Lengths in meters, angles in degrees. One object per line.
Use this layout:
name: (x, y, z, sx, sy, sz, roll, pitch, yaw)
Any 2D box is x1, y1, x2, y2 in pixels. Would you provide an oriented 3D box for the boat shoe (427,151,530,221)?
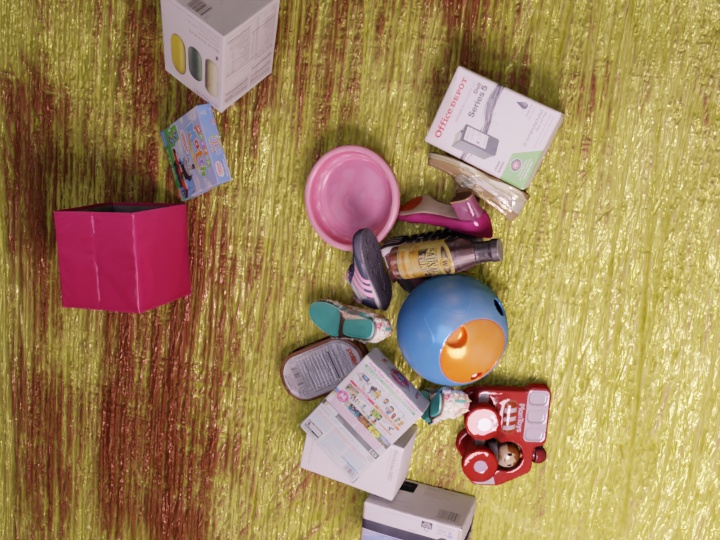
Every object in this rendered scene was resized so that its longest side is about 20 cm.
boat shoe: (0.204, -0.153, 1.358, 0.199, 0.074, 0.067, 28, 102, 13)

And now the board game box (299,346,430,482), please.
board game box: (0.007, 0.265, 1.384, 0.148, 0.064, 0.200, 45, 110, 7)

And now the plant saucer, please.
plant saucer: (-0.011, -0.139, 1.439, 0.200, 0.051, 0.201, 4, 99, 27)

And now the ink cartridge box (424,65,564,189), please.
ink cartridge box: (0.235, -0.252, 1.324, 0.199, 0.084, 0.146, 28, 107, 13)

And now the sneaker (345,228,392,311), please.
sneaker: (0.000, 0.000, 1.419, 0.082, 0.070, 0.200, 9, 137, 26)

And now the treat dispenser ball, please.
treat dispenser ball: (0.165, 0.106, 1.348, 0.200, 0.201, 0.202, 3, 100, 19)

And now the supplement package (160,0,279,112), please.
supplement package: (-0.260, -0.436, 1.383, 0.152, 0.151, 0.200, 38, 152, 9)

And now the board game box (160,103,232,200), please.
board game box: (-0.331, -0.232, 1.499, 0.200, 0.037, 0.152, -11, 96, 55)

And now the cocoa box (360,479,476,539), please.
cocoa box: (0.112, 0.507, 1.472, 0.199, 0.133, 0.132, 10, 103, 18)

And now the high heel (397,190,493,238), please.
high heel: (0.148, -0.089, 1.381, 0.200, 0.067, 0.096, 0, 130, 51)

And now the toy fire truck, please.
toy fire truck: (0.270, 0.309, 1.405, 0.167, 0.112, 0.201, 2, 101, 0)

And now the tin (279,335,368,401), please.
tin: (-0.075, 0.200, 1.538, 0.199, 0.042, 0.112, -24, 95, 21)

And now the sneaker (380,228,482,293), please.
sneaker: (0.141, -0.012, 1.415, 0.199, 0.076, 0.116, -5, 108, 25)

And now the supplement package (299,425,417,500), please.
supplement package: (-0.002, 0.351, 1.494, 0.199, 0.117, 0.117, 15, 103, 16)

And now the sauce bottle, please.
sauce bottle: (0.151, -0.026, 1.325, 0.199, 0.066, 0.066, -9, 96, 27)

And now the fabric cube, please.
fabric cube: (-0.489, -0.034, 1.560, 0.199, 0.196, 0.200, 3, 102, 18)

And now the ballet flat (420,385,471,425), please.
ballet flat: (0.155, 0.254, 1.400, 0.064, 0.200, 0.076, 3, 81, -9)

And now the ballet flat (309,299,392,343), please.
ballet flat: (-0.017, 0.102, 1.464, 0.200, 0.064, 0.076, 16, 100, 45)
